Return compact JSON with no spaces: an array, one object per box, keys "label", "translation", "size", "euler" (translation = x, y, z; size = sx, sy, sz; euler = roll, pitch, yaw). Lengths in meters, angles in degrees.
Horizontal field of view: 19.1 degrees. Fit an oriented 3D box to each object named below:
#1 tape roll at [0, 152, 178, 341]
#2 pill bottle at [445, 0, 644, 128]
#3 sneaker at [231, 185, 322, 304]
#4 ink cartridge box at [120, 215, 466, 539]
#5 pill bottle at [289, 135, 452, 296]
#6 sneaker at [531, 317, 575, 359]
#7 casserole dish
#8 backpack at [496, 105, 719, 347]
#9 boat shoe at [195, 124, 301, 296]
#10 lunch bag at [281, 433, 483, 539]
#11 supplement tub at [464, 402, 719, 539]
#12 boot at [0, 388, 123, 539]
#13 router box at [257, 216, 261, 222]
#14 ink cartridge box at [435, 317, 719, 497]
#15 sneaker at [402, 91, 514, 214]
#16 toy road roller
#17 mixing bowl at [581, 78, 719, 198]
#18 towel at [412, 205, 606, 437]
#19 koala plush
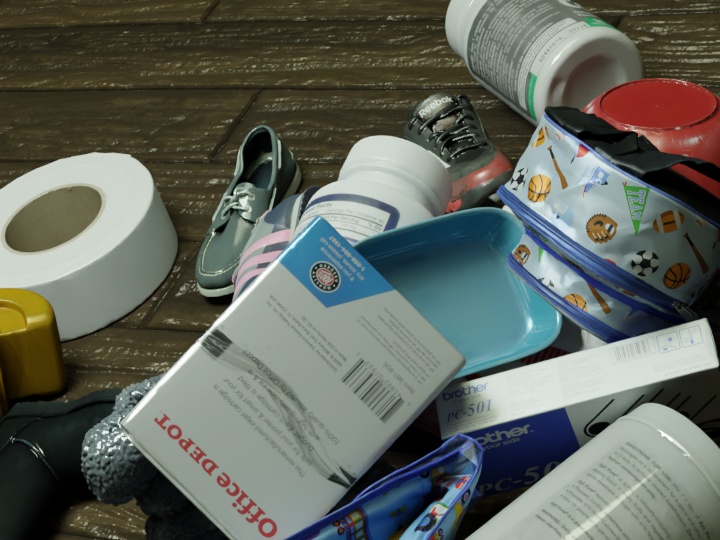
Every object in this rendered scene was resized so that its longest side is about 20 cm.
[{"label":"tape roll","translation":[-0.273,-0.023,1.996],"size":[0.201,0.071,0.203],"euler":[-15,35,11]},{"label":"pill bottle","translation":[0.163,-0.200,1.963],"size":[0.113,0.114,0.200],"euler":[-30,36,-12]},{"label":"sneaker","translation":[-0.076,0.020,1.743],"size":[0.082,0.070,0.201],"euler":[-22,29,38]},{"label":"ink cartridge box","translation":[-0.049,0.086,1.476],"size":[0.200,0.145,0.084],"euler":[-46,1,-8]},{"label":"pill bottle","translation":[0.000,0.000,1.668],"size":[0.119,0.120,0.201],"euler":[3,53,30]},{"label":"sneaker","translation":[0.123,0.023,1.724],"size":[0.091,0.078,0.200],"euler":[-36,36,-14]},{"label":"casserole dish","translation":[0.061,0.024,1.594],"size":[0.199,0.122,0.039],"euler":[-16,-14,-31]},{"label":"backpack","translation":[0.188,-0.030,1.536],"size":[0.200,0.190,0.155],"euler":[32,91,44]},{"label":"boat shoe","translation":[-0.110,-0.056,1.960],"size":[0.072,0.062,0.201],"euler":[-3,39,25]},{"label":"lunch bag","translation":[0.017,0.206,1.462],"size":[0.094,0.151,0.200],"euler":[39,56,20]},{"label":"supplement tub","translation":[0.154,0.196,1.424],"size":[0.199,0.133,0.132],"euler":[-35,37,-18]},{"label":"boot","translation":[-0.256,0.175,1.720],"size":[0.197,0.074,0.163],"euler":[-5,35,34]},{"label":"router box","translation":[-0.015,0.016,1.812],"size":[0.149,0.062,0.201],"euler":[-13,35,13]},{"label":"ink cartridge box","translation":[0.160,0.099,1.513],"size":[0.198,0.094,0.045],"euler":[-15,53,9]},{"label":"sneaker","translation":[0.081,-0.101,1.843],"size":[0.070,0.099,0.200],"euler":[-24,15,-6]},{"label":"toy road roller","translation":[-0.340,0.058,1.887],"size":[0.145,0.124,0.200],"euler":[-11,34,-10]},{"label":"mixing bowl","translation":[0.239,-0.086,1.733],"size":[0.198,0.109,0.201],"euler":[-4,29,2]},{"label":"towel","translation":[0.130,0.051,1.646],"size":[0.143,0.023,0.201],"euler":[20,71,27]},{"label":"koala plush","translation":[-0.074,0.134,1.589],"size":[0.198,0.178,0.184],"euler":[-19,21,18]}]
